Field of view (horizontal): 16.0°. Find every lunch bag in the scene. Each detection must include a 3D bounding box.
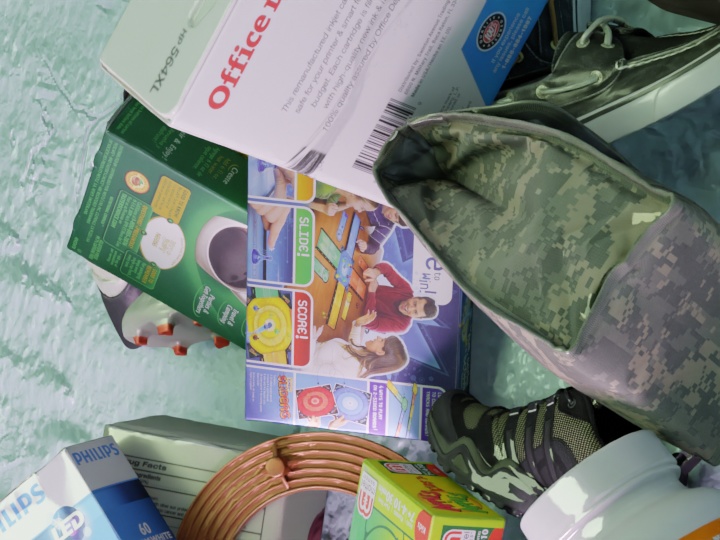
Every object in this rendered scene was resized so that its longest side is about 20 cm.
[{"bbox_3d":[0.115,-0.007,1.355,0.200,0.164,0.118,34,89,45],"label":"lunch bag"}]

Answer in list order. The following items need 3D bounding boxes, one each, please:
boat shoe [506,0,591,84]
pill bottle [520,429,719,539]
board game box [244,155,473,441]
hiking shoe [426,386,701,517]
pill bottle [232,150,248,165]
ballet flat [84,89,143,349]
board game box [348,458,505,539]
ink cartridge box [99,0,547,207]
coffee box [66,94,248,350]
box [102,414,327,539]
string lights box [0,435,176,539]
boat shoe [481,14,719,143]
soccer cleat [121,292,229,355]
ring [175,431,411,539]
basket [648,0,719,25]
[{"bbox_3d":[0.086,-0.124,1.493,0.071,0.091,0.201,-14,75,52],"label":"boat shoe"},{"bbox_3d":[0.170,0.184,1.283,0.200,0.113,0.113,54,129,19],"label":"pill bottle"},{"bbox_3d":[0.000,0.000,1.533,0.135,0.034,0.200,7,110,12],"label":"board game box"},{"bbox_3d":[0.119,0.099,1.451,0.200,0.076,0.101,32,94,48],"label":"hiking shoe"},{"bbox_3d":[-0.017,-0.131,1.579,0.200,0.112,0.112,120,139,-51],"label":"pill bottle"},{"bbox_3d":[-0.165,-0.043,1.835,0.073,0.073,0.200,28,108,51],"label":"ballet flat"},{"bbox_3d":[0.024,0.220,1.476,0.102,0.048,0.200,-148,66,-63],"label":"board game box"},{"bbox_3d":[-0.017,-0.129,1.373,0.084,0.200,0.146,40,105,45],"label":"ink cartridge box"},{"bbox_3d":[-0.080,-0.014,1.616,0.044,0.200,0.123,-57,-6,-42],"label":"coffee box"},{"bbox_3d":[-0.102,0.201,1.646,0.128,0.109,0.200,10,93,15],"label":"box"},{"bbox_3d":[-0.148,0.213,1.562,0.103,0.059,0.200,-38,78,25],"label":"string lights box"},{"bbox_3d":[0.131,-0.103,1.406,0.200,0.071,0.064,-23,95,29],"label":"boat shoe"},{"bbox_3d":[-0.088,-0.003,1.735,0.200,0.069,0.078,-29,58,40],"label":"soccer cleat"},{"bbox_3d":[-0.025,0.198,1.559,0.200,0.019,0.201,0,90,15],"label":"ring"},{"bbox_3d":[0.228,-0.183,1.285,0.200,0.136,0.181,7,80,57],"label":"basket"}]
